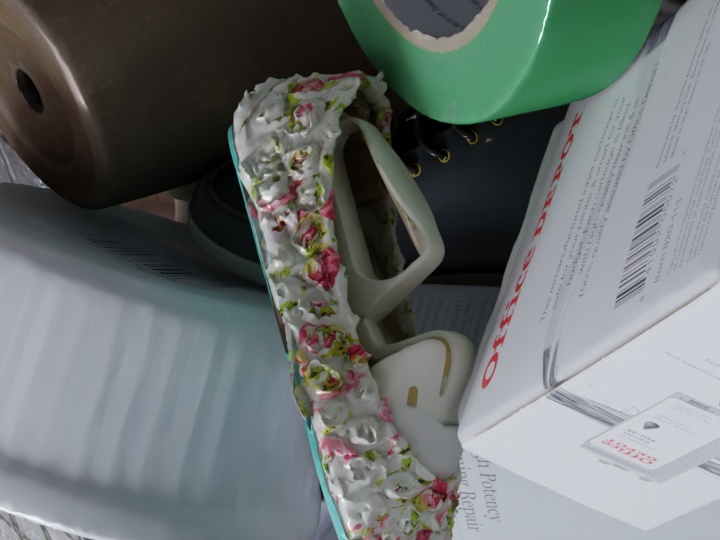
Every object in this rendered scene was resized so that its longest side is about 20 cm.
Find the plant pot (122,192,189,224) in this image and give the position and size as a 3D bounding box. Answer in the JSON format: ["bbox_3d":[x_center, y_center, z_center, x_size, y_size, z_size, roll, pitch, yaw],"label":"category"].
[{"bbox_3d":[-0.127,0.066,1.291,0.175,0.200,0.200,50,163,-31],"label":"plant pot"}]

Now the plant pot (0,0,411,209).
[{"bbox_3d":[-0.071,-0.117,0.953,0.200,0.174,0.201,42,152,29],"label":"plant pot"}]

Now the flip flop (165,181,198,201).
[{"bbox_3d":[0.000,0.000,1.017,0.199,0.058,0.081,20,179,7],"label":"flip flop"}]

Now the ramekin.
[{"bbox_3d":[-0.099,0.035,0.927,0.200,0.200,0.098,28,103,48],"label":"ramekin"}]

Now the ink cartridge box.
[{"bbox_3d":[0.120,-0.015,0.719,0.082,0.147,0.200,25,157,-11],"label":"ink cartridge box"}]

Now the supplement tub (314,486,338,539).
[{"bbox_3d":[-0.025,0.056,1.078,0.201,0.106,0.107,-109,7,-46],"label":"supplement tub"}]

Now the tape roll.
[{"bbox_3d":[0.037,-0.153,0.779,0.200,0.048,0.202,41,138,53],"label":"tape roll"}]

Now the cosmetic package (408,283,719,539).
[{"bbox_3d":[0.089,0.065,0.868,0.198,0.074,0.102,2,137,19],"label":"cosmetic package"}]

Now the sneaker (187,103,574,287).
[{"bbox_3d":[0.028,-0.050,0.889,0.075,0.198,0.107,-81,-9,-51],"label":"sneaker"}]

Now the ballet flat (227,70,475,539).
[{"bbox_3d":[0.004,0.017,0.800,0.076,0.064,0.201,11,-122,-62],"label":"ballet flat"}]
